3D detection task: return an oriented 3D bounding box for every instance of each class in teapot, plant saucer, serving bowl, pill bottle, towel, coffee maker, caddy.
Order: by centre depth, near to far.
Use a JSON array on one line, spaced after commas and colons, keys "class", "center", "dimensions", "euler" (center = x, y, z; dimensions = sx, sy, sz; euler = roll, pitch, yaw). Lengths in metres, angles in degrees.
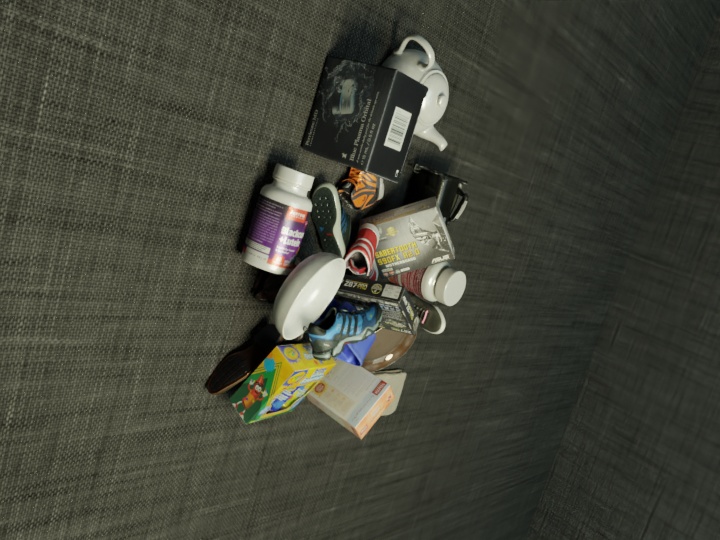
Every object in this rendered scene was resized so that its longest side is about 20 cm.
[{"class": "pill bottle", "center": [-0.161, -0.104, 1.307], "dimensions": [0.110, 0.110, 0.205], "euler": [9, 102, -50]}, {"class": "serving bowl", "center": [-0.116, 0.041, 1.335], "dimensions": [0.201, 0.065, 0.201], "euler": [-50, 164, -19]}, {"class": "teapot", "center": [0.132, -0.399, 1.465], "dimensions": [0.198, 0.144, 0.202], "euler": [10, 101, -49]}, {"class": "caddy", "center": [-0.052, 0.150, 1.540], "dimensions": [0.106, 0.140, 0.201], "euler": [-52, 138, -19]}, {"class": "coffee maker", "center": [0.162, -0.156, 1.659], "dimensions": [0.188, 0.134, 0.205], "euler": [13, 99, -26]}, {"class": "pill bottle", "center": [0.167, 0.012, 1.671], "dimensions": [0.108, 0.198, 0.112], "euler": [-24, 127, -38]}, {"class": "plant saucer", "center": [0.059, 0.195, 1.727], "dimensions": [0.196, 0.032, 0.203], "euler": [-23, 143, -18]}, {"class": "towel", "center": [0.049, 0.347, 1.841], "dimensions": [0.198, 0.034, 0.136], "euler": [7, 102, -49]}]

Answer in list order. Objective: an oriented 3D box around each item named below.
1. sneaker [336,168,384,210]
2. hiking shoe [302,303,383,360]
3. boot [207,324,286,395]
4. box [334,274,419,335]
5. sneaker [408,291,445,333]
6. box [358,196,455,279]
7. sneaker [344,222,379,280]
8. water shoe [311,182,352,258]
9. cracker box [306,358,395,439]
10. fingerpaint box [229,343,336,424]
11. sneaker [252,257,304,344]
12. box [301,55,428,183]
[{"class": "sneaker", "center": [-0.003, -0.221, 1.455], "dimensions": [0.111, 0.077, 0.204], "euler": [-36, 133, -32]}, {"class": "hiking shoe", "center": [-0.029, 0.114, 1.408], "dimensions": [0.198, 0.074, 0.089], "euler": [-32, 114, -33]}, {"class": "boot", "center": [-0.235, 0.214, 1.412], "dimensions": [0.199, 0.075, 0.098], "euler": [-39, 143, -12]}, {"class": "box", "center": [0.030, 0.080, 1.535], "dimensions": [0.050, 0.196, 0.162], "euler": [-65, 150, -27]}, {"class": "sneaker", "center": [0.134, 0.102, 1.697], "dimensions": [0.098, 0.200, 0.072], "euler": [11, 110, -38]}, {"class": "box", "center": [0.113, -0.075, 1.566], "dimensions": [0.049, 0.195, 0.160], "euler": [-84, 154, -50]}, {"class": "sneaker", "center": [0.000, 0.000, 1.532], "dimensions": [0.113, 0.069, 0.203], "euler": [-65, 163, -47]}, {"class": "water shoe", "center": [-0.062, -0.119, 1.463], "dimensions": [0.079, 0.070, 0.204], "euler": [-56, 150, -45]}, {"class": "cracker box", "center": [-0.030, 0.301, 1.594], "dimensions": [0.134, 0.198, 0.058], "euler": [-45, 137, -21]}, {"class": "fingerpaint box", "center": [-0.165, 0.243, 1.426], "dimensions": [0.167, 0.074, 0.199], "euler": [-47, 161, 13]}, {"class": "sneaker", "center": [-0.183, 0.071, 1.413], "dimensions": [0.114, 0.075, 0.206], "euler": [-13, 108, -39]}, {"class": "box", "center": [0.005, -0.308, 1.322], "dimensions": [0.116, 0.198, 0.201], "euler": [8, 103, -50]}]
